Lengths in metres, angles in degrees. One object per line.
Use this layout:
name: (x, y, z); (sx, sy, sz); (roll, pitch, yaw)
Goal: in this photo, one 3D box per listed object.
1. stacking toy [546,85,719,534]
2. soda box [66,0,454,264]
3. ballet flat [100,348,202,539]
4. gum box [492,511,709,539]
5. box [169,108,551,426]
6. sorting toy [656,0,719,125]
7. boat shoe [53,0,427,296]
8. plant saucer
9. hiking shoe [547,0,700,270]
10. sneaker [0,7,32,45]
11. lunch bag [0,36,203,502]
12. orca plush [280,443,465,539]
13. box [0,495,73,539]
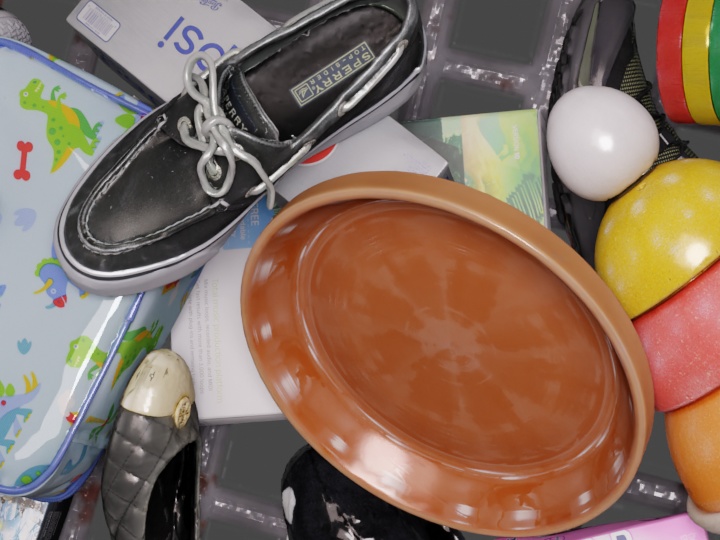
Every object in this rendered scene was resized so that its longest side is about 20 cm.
stacking toy: (0.152, 0.001, 0.802); (0.146, 0.146, 0.200); (-39, 93, 3)
soda box: (-0.047, -0.079, 0.894); (0.199, 0.068, 0.064); (39, 86, 14)
ballet flat: (-0.091, 0.137, 0.893); (0.056, 0.066, 0.202); (9, 105, 30)
gum box: (0.127, 0.213, 0.859); (0.112, 0.066, 0.202); (-14, 80, 6)
box: (0.000, 0.000, 0.926); (0.198, 0.036, 0.146); (-5, 81, 8)
sorting toy: (0.193, -0.141, 0.836); (0.069, 0.198, 0.202); (5, 83, 26)
boat shoe: (-0.054, -0.061, 0.815); (0.198, 0.068, 0.074); (-30, 77, -4)
plant saucer: (0.039, 0.038, 0.827); (0.199, 0.201, 0.032); (23, 46, 12)
hiking shoe: (0.145, -0.038, 0.895); (0.099, 0.076, 0.203); (-4, 91, 1)
sneaker: (-0.278, -0.088, 0.969); (0.115, 0.075, 0.200); (44, 87, 14)
lunch bag: (-0.168, -0.003, 0.892); (0.160, 0.082, 0.202); (26, 86, 11)
orca plush: (0.004, 0.179, 0.883); (0.104, 0.071, 0.202); (-8, 81, 9)
box: (-0.207, 0.072, 0.950); (0.136, 0.040, 0.202); (19, 86, 11)
